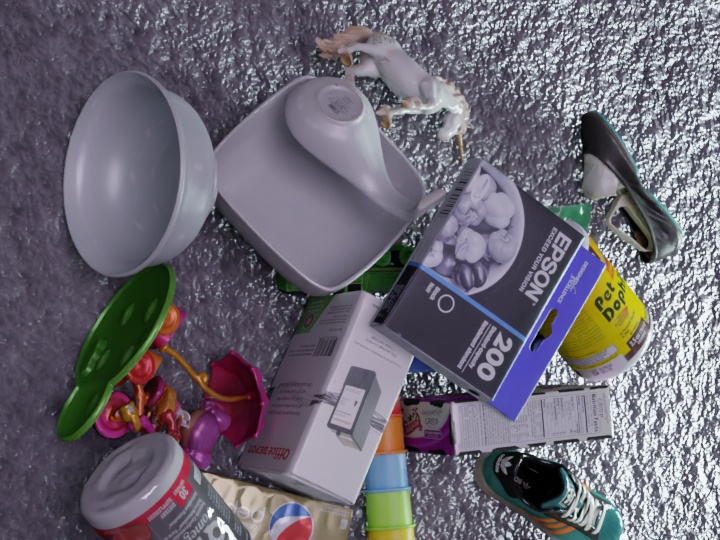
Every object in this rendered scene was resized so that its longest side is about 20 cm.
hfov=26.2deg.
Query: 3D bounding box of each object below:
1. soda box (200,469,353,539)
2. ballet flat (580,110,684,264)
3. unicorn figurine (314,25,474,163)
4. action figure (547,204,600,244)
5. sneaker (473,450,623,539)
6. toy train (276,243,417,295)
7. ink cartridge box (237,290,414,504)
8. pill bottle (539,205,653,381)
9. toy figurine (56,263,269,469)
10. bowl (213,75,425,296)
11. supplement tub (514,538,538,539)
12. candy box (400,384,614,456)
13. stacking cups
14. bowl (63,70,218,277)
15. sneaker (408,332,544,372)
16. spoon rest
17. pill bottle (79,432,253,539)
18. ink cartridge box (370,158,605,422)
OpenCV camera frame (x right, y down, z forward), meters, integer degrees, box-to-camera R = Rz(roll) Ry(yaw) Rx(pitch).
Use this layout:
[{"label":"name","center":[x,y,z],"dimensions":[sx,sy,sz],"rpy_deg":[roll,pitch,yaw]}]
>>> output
[{"label":"soda box","center":[-0.113,0.255,1.596],"dimensions":[0.198,0.064,0.068],"rpy_deg":[18,79,-22]},{"label":"ballet flat","center":[0.305,-0.090,1.813],"dimensions":[0.068,0.068,0.201],"rpy_deg":[-40,101,-13]},{"label":"unicorn figurine","center":[0.050,-0.198,1.689],"dimensions":[0.201,0.074,0.137],"rpy_deg":[55,37,1]},{"label":"action figure","center":[0.174,-0.027,1.757],"dimensions":[0.198,0.055,0.119],"rpy_deg":[6,86,-19]},{"label":"sneaker","center":[0.224,0.259,1.736],"dimensions":[0.199,0.080,0.072],"rpy_deg":[27,75,-20]},{"label":"toy train","center":[0.000,0.000,1.683],"dimensions":[0.198,0.042,0.057],"rpy_deg":[0,95,-24]},{"label":"ink cartridge box","center":[-0.032,0.131,1.598],"dimensions":[0.084,0.145,0.202],"rpy_deg":[28,75,-21]},{"label":"pill bottle","center":[0.228,0.022,1.692],"dimensions":[0.200,0.109,0.110],"rpy_deg":[47,69,-29]},{"label":"toy figurine","center":[-0.178,0.126,1.541],"dimensions":[0.184,0.150,0.201],"rpy_deg":[38,63,-26]},{"label":"bowl","center":[-0.052,-0.080,1.620],"dimensions":[0.200,0.075,0.200],"rpy_deg":[44,59,2]},{"label":"supplement tub","center":[0.216,0.367,1.659],"dimensions":[0.143,0.200,0.146],"rpy_deg":[2,84,-23]},{"label":"candy box","center":[0.156,0.160,1.685],"dimensions":[0.198,0.136,0.062],"rpy_deg":[-3,88,-25]},{"label":"stacking cups","center":[0.031,0.216,1.665],"dimensions":[0.060,0.060,0.202],"rpy_deg":[-1,86,-24]},{"label":"bowl","center":[-0.203,-0.090,1.532],"dimensions":[0.090,0.200,0.203],"rpy_deg":[6,83,-44]},{"label":"sneaker","center":[0.123,0.067,1.714],"dimensions":[0.198,0.070,0.079],"rpy_deg":[-4,92,-24]},{"label":"spoon rest","center":[0.001,-0.123,1.596],"dimensions":[0.099,0.061,0.200],"rpy_deg":[-31,69,-32]},{"label":"pill bottle","center":[-0.168,0.260,1.474],"dimensions":[0.111,0.110,0.201],"rpy_deg":[-45,119,-20]},{"label":"ink cartridge box","center":[0.140,0.024,1.570],"dimensions":[0.199,0.043,0.199],"rpy_deg":[34,82,-21]}]
